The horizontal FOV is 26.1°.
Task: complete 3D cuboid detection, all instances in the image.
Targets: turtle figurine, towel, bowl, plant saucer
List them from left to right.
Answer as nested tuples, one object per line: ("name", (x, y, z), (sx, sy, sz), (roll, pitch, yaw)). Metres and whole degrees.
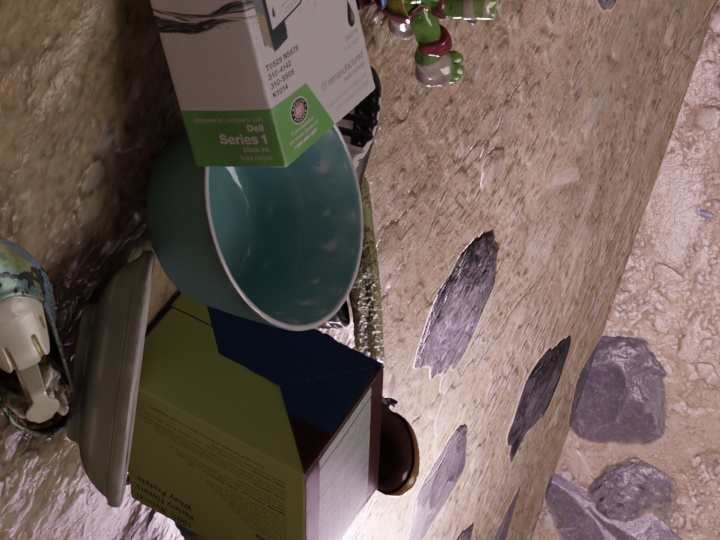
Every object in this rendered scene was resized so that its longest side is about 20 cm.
("plant saucer", (-0.196, 0.081, 1.205), (0.200, 0.050, 0.201), (-173, -90, -83))
("bowl", (-0.096, -0.047, 1.243), (0.201, 0.105, 0.201), (14, 73, -54))
("towel", (0.000, 0.000, 1.655), (0.200, 0.036, 0.149), (86, -3, -58))
("turtle figurine", (0.084, -0.278, 1.476), (0.200, 0.144, 0.194), (-56, 163, -19))

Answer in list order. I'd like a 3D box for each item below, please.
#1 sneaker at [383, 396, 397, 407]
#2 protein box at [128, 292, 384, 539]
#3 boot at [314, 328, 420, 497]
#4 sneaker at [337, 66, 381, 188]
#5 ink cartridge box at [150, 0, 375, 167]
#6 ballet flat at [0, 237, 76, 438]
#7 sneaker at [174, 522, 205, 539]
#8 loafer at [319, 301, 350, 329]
("sneaker", (-0.026, 0.211, 1.772), (0.200, 0.140, 0.078), (-59, 161, -24))
("protein box", (-0.097, 0.147, 1.396), (0.135, 0.198, 0.200), (-52, 158, -34))
("boot", (-0.037, 0.126, 1.502), (0.072, 0.200, 0.166), (-46, 134, 15))
("sneaker", (-0.025, -0.104, 1.518), (0.091, 0.066, 0.201), (-94, -164, -88))
("ink cartridge box", (-0.074, -0.194, 1.113), (0.146, 0.084, 0.200), (-47, 132, -47))
("ballet flat", (-0.235, 0.053, 1.080), (0.074, 0.074, 0.200), (-57, 159, -27))
("sneaker", (-0.118, 0.177, 1.549), (0.200, 0.078, 0.090), (-48, 123, -22))
("loafer", (-0.064, 0.027, 1.568), (0.200, 0.063, 0.072), (45, 32, -68))
